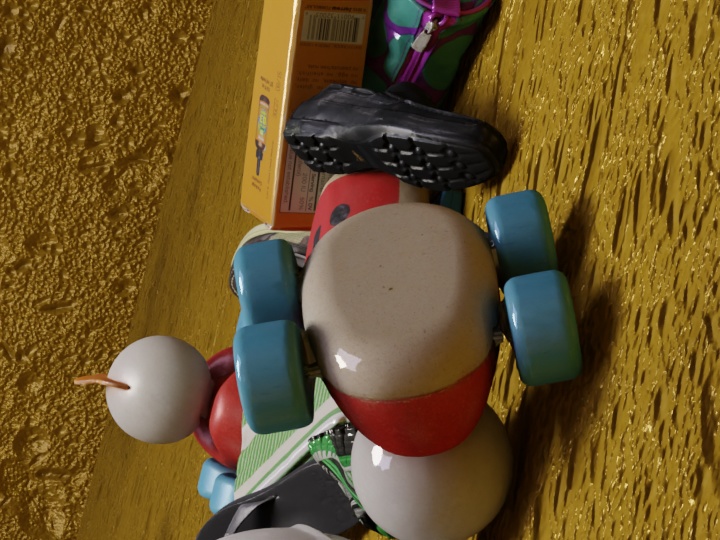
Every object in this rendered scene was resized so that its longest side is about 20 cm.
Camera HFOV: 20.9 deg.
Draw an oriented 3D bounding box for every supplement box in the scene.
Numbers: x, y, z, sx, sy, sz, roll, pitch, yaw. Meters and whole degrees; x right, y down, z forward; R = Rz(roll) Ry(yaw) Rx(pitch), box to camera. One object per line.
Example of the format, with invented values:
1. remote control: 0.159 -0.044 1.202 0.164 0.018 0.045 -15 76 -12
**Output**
1. supplement box: -0.041 -0.133 1.476 0.067 0.069 0.201 -142 59 -60

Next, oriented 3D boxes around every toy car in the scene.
1. toy car: -0.158 0.110 1.752 0.177 0.200 0.185 -164 88 -78
2. toy car: 0.036 0.080 1.131 0.177 0.184 0.200 -97 -5 -59

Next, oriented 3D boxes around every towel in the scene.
1. towel: -0.048 0.094 1.562 0.153 0.023 0.200 -47 23 28

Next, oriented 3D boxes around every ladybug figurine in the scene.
1. ladybug figurine: 0.000 0.000 1.414 0.136 0.072 0.200 121 159 -52

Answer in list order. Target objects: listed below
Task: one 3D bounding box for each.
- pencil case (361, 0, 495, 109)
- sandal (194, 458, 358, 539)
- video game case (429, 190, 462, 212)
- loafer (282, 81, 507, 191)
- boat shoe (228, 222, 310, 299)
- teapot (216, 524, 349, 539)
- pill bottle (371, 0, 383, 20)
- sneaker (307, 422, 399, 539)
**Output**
1. pencil case: 0.032 -0.150 1.497 0.093 0.085 0.200 -73 5 -51
2. sandal: -0.071 0.200 1.472 0.200 0.076 0.043 -44 -2 38
3. video game case: 0.028 0.038 1.459 0.200 0.018 0.143 131 152 -65
4. loafer: 0.028 -0.102 1.367 0.200 0.068 0.070 11 60 47
5. boat shoe: -0.057 0.001 1.573 0.200 0.073 0.065 -24 28 57
6. teapot: -0.029 0.227 1.202 0.146 0.200 0.198 -43 -36 -21
7. pill bottle: 0.018 -0.247 1.609 0.200 0.112 0.112 -91 19 -50
8. sneaker: 0.012 0.138 1.281 0.200 0.078 0.085 110 144 -86
